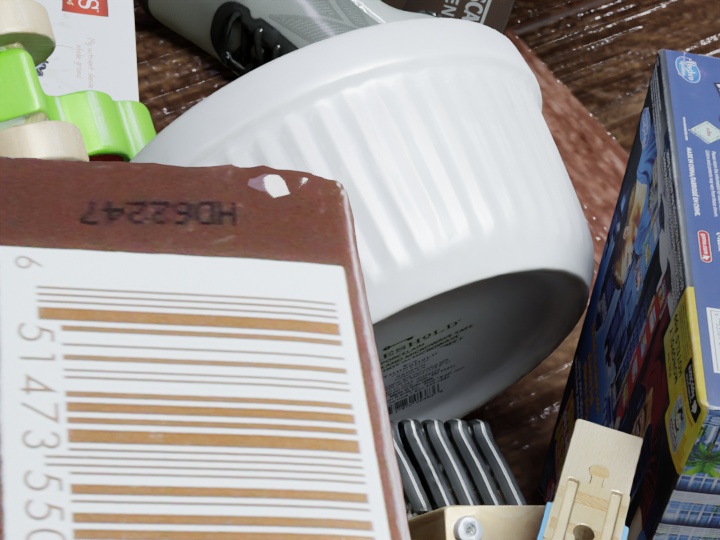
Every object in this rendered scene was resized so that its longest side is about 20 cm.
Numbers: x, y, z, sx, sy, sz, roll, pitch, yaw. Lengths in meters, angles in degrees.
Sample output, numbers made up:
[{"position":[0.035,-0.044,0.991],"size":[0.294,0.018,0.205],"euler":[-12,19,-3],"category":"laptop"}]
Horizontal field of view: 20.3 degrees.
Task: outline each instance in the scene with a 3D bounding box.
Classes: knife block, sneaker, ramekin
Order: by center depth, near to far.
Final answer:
[{"position":[0.029,0.147,0.745],"size":[0.064,0.176,0.200],"euler":[2,73,-20],"category":"knife block"},{"position":[0.000,0.000,0.814],"size":[0.200,0.200,0.105],"euler":[-15,65,-29],"category":"ramekin"},{"position":[-0.022,-0.103,0.981],"size":[0.200,0.074,0.079],"euler":[25,52,4],"category":"sneaker"}]

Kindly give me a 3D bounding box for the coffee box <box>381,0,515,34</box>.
[{"position":[0.051,-0.209,1.071],"size":[0.080,0.113,0.200],"euler":[15,47,-5],"category":"coffee box"}]

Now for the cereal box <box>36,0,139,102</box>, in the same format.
[{"position":[-0.204,-0.101,0.938],"size":[0.200,0.040,0.144],"euler":[4,50,-15],"category":"cereal box"}]

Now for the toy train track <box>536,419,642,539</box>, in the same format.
[{"position":[0.054,0.122,0.594],"size":[0.115,0.033,0.200],"euler":[17,40,5],"category":"toy train track"}]

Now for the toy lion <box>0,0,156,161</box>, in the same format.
[{"position":[-0.177,-0.029,0.795],"size":[0.200,0.192,0.069],"euler":[-17,77,-7],"category":"toy lion"}]

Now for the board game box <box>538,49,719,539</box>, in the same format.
[{"position":[0.120,0.057,0.762],"size":[0.062,0.200,0.200],"euler":[9,41,-4],"category":"board game box"}]

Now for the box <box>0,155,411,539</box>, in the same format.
[{"position":[-0.091,0.098,0.444],"size":[0.164,0.200,0.166],"euler":[3,48,-16],"category":"box"}]
